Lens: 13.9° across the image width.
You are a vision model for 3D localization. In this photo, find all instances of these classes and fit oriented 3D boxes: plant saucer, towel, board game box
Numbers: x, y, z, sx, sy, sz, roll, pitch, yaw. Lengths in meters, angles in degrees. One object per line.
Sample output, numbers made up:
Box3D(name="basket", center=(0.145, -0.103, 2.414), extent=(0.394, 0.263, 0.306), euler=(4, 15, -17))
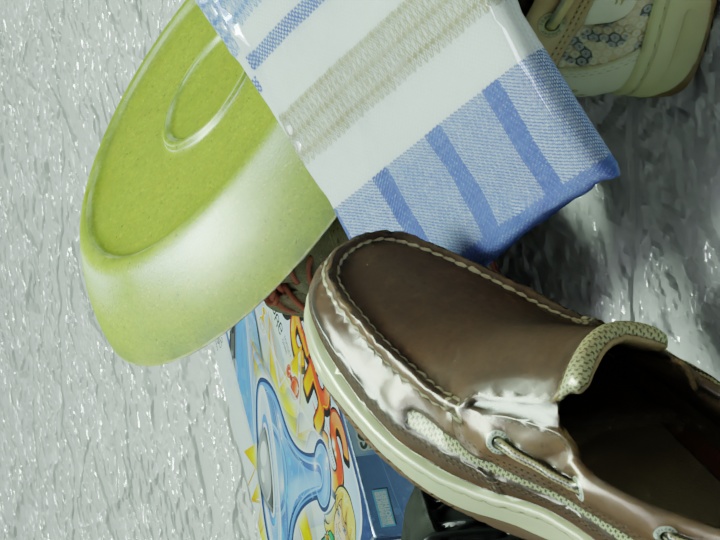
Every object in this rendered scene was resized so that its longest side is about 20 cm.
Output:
Box3D(name="plant saucer", center=(-0.043, -0.060, 1.054), extent=(0.200, 0.031, 0.200), euler=(-44, 27, 29))
Box3D(name="towel", center=(-0.005, -0.091, 0.879), extent=(0.200, 0.024, 0.147), euler=(59, 151, 4))
Box3D(name="board game box", center=(-0.019, 0.040, 1.177), extent=(0.135, 0.034, 0.201), euler=(117, 142, -57))

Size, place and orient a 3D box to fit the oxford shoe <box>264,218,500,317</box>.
Box3D(name="oxford shoe", center=(0.000, 0.000, 1.029), extent=(0.071, 0.075, 0.200), euler=(65, 171, -19))

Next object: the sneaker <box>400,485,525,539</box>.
Box3D(name="sneaker", center=(0.035, 0.092, 0.915), extent=(0.200, 0.076, 0.091), euler=(63, -153, -80))

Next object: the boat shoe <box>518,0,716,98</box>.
Box3D(name="boat shoe", center=(0.072, -0.135, 0.824), extent=(0.073, 0.062, 0.201), euler=(-124, 32, -53))

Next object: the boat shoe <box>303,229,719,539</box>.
Box3D(name="boat shoe", center=(0.066, 0.038, 0.815), extent=(0.202, 0.075, 0.075), euler=(35, 142, 26))
